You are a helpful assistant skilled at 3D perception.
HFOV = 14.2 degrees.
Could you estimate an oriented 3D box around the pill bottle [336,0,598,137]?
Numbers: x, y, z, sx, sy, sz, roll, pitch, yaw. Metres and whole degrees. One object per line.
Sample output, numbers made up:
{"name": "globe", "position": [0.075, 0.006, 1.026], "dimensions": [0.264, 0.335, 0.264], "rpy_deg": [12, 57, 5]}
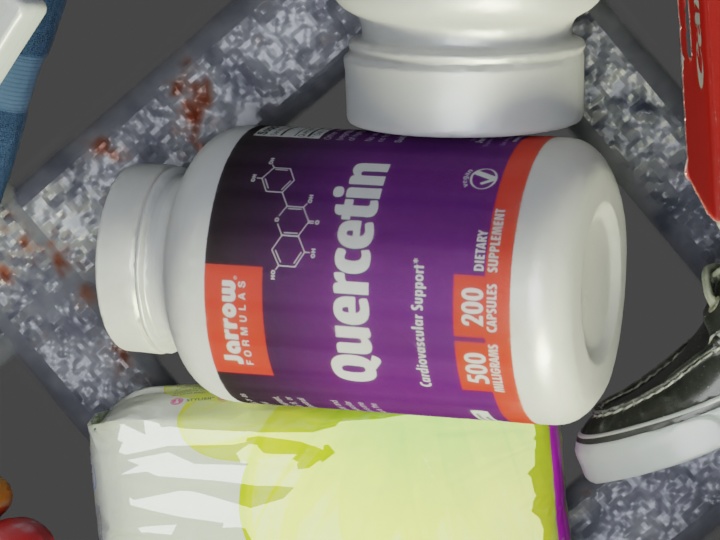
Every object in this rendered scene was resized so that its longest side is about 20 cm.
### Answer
{"name": "pill bottle", "position": [0.043, -0.158, 1.137], "dimensions": [0.113, 0.114, 0.201], "rpy_deg": [1, 101, 6]}

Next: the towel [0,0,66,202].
{"name": "towel", "position": [-0.183, -0.106, 1.206], "dimensions": [0.111, 0.049, 0.201], "rpy_deg": [20, 102, 1]}

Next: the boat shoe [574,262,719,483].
{"name": "boat shoe", "position": [0.170, 0.019, 1.186], "dimensions": [0.199, 0.071, 0.064], "rpy_deg": [-29, 97, 3]}

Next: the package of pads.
{"name": "package of pads", "position": [-0.010, 0.119, 1.217], "dimensions": [0.199, 0.068, 0.156], "rpy_deg": [-6, 96, 7]}

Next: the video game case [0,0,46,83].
{"name": "video game case", "position": [-0.245, -0.098, 1.185], "dimensions": [0.200, 0.023, 0.182], "rpy_deg": [42, 112, 16]}

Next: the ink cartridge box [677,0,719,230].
{"name": "ink cartridge box", "position": [0.150, -0.088, 1.072], "dimensions": [0.050, 0.200, 0.162], "rpy_deg": [-5, 77, 11]}

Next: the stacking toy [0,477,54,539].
{"name": "stacking toy", "position": [-0.208, 0.075, 1.229], "dimensions": [0.109, 0.116, 0.201], "rpy_deg": [-27, 84, 16]}

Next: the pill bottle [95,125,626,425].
{"name": "pill bottle", "position": [0.000, 0.000, 1.154], "dimensions": [0.199, 0.112, 0.113], "rpy_deg": [3, 102, 19]}
